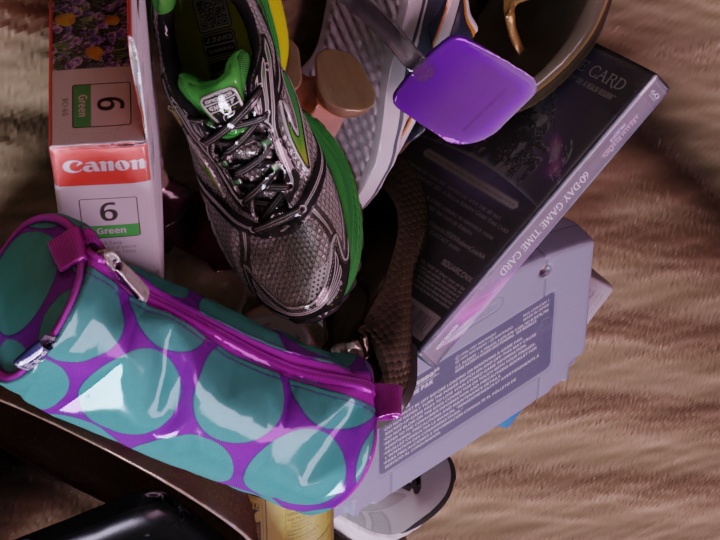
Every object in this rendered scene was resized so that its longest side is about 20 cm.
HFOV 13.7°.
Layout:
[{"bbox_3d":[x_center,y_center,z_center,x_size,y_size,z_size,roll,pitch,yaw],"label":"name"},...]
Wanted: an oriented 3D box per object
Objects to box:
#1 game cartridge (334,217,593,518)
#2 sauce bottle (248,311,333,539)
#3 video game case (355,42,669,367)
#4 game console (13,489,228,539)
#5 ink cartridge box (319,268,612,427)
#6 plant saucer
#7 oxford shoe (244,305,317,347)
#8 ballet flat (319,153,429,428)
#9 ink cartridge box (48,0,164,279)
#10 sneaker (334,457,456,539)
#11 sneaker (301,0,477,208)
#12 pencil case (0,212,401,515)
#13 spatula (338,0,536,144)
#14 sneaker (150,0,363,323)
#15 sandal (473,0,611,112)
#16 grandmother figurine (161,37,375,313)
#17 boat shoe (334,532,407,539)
[{"bbox_3d":[0.052,0.051,1.738,0.199,0.041,0.134,-31,147,-27],"label":"game cartridge"},{"bbox_3d":[-0.046,0.099,1.601,0.065,0.065,0.201,-31,145,-24],"label":"sauce bottle"},{"bbox_3d":[0.067,-0.050,1.667,0.200,0.143,0.019,-49,124,-4],"label":"video game case"},{"bbox_3d":[-0.152,0.139,1.584,0.175,0.117,0.200,-22,151,12],"label":"game console"},{"bbox_3d":[0.055,0.017,1.803,0.116,0.067,0.200,-53,147,9],"label":"ink cartridge box"},{"bbox_3d":[-0.135,0.088,1.552,0.037,0.200,0.200,-63,150,-12],"label":"plant saucer"},{"bbox_3d":[-0.062,0.058,1.668,0.070,0.074,0.200,4,153,-10],"label":"oxford shoe"},{"bbox_3d":[0.000,0.000,1.630,0.067,0.201,0.046,-29,129,29],"label":"ballet flat"},{"bbox_3d":[-0.125,-0.076,1.444,0.050,0.109,0.201,-4,139,-1],"label":"ink cartridge box"},{"bbox_3d":[0.003,0.121,1.829,0.079,0.074,0.200,-29,159,30],"label":"sneaker"},{"bbox_3d":[0.013,-0.109,1.604,0.079,0.078,0.201,-28,151,-44],"label":"sneaker"},{"bbox_3d":[-0.084,0.047,1.441,0.199,0.085,0.092,26,132,-31],"label":"pencil case"},{"bbox_3d":[0.001,-0.132,1.517,0.200,0.021,0.057,38,115,-17],"label":"spatula"},{"bbox_3d":[-0.060,-0.067,1.462,0.078,0.201,0.085,-21,-177,14],"label":"sneaker"},{"bbox_3d":[0.116,-0.178,1.659,0.200,0.080,0.054,-52,133,5],"label":"sandal"},{"bbox_3d":[-0.065,-0.037,1.586,0.061,0.121,0.200,-76,-172,-46],"label":"grandmother figurine"},{"bbox_3d":[-0.048,0.179,1.853,0.201,0.074,0.063,11,114,-56],"label":"boat shoe"}]
